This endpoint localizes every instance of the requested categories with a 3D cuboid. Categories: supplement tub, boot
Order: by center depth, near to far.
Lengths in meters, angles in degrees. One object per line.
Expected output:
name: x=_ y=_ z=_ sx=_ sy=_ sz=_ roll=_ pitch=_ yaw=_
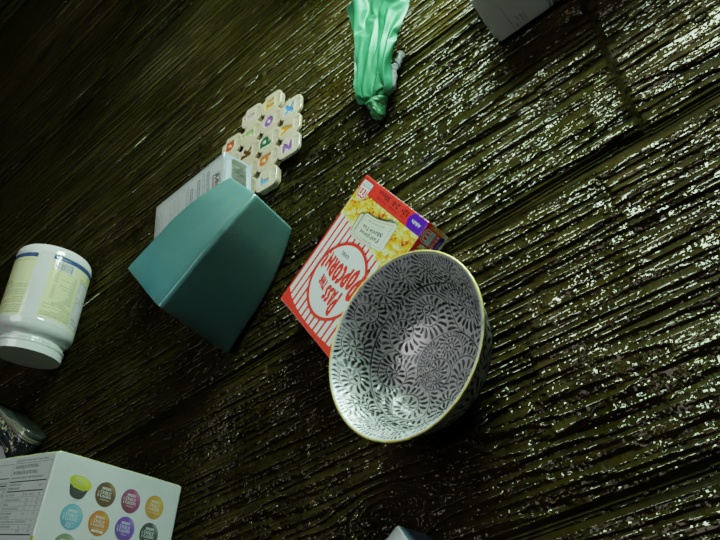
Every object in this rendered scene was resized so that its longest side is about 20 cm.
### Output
boot: x=-0.671 y=0.333 z=1.383 sx=0.201 sy=0.073 sz=0.156 roll=15 pitch=73 yaw=44
supplement tub: x=-0.602 y=0.069 z=1.423 sx=0.143 sy=0.144 sz=0.204 roll=-14 pitch=57 yaw=38

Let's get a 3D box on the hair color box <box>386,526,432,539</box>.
hair color box: x=0.016 y=0.356 z=0.701 sx=0.201 sy=0.060 sz=0.099 roll=-53 pitch=41 yaw=6

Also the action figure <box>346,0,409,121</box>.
action figure: x=0.026 y=-0.311 z=1.098 sx=0.116 sy=0.054 sz=0.205 roll=-12 pitch=66 yaw=38

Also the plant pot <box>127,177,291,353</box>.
plant pot: x=-0.205 y=-0.020 z=1.095 sx=0.201 sy=0.141 sz=0.141 roll=-52 pitch=41 yaw=-4

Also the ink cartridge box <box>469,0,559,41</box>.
ink cartridge box: x=0.223 y=-0.410 z=0.940 sx=0.198 sy=0.084 sz=0.149 roll=-30 pitch=48 yaw=28

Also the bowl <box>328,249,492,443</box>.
bowl: x=0.069 y=0.091 z=0.790 sx=0.198 sy=0.094 sz=0.205 roll=-24 pitch=51 yaw=34

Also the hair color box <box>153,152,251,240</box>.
hair color box: x=-0.260 y=-0.095 z=1.232 sx=0.198 sy=0.060 sz=0.101 roll=-29 pitch=53 yaw=37

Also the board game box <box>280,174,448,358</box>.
board game box: x=0.000 y=0.000 z=0.946 sx=0.202 sy=0.046 sz=0.151 roll=-55 pitch=41 yaw=5

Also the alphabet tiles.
alphabet tiles: x=-0.165 y=-0.205 z=1.253 sx=0.193 sy=0.014 sz=0.204 roll=-24 pitch=52 yaw=33

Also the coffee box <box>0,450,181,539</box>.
coffee box: x=-0.390 y=0.367 z=0.999 sx=0.197 sy=0.198 sz=0.202 roll=-16 pitch=55 yaw=38
